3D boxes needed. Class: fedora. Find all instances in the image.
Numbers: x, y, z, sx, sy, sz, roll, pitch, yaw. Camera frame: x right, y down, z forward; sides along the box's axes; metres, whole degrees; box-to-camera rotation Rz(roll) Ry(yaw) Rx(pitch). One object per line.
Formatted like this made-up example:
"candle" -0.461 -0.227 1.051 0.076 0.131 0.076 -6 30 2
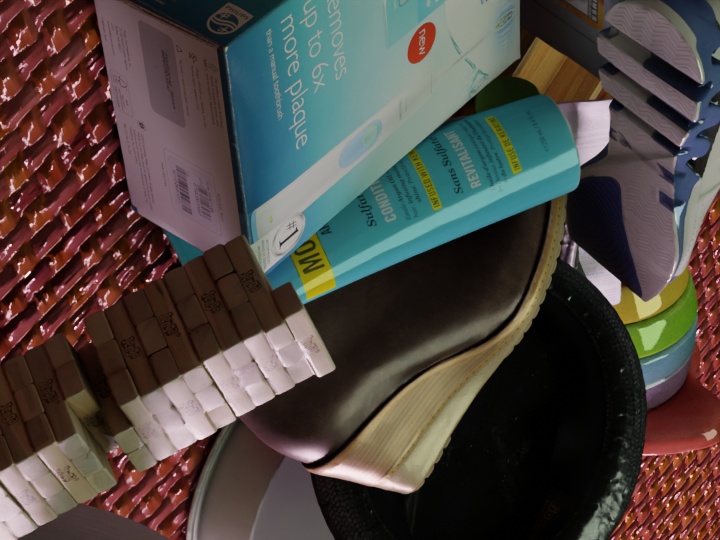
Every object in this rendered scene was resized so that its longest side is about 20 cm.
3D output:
"fedora" 0.056 0.086 1.230 0.201 0.201 0.092 -52 -176 -14

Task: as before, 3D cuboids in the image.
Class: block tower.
"block tower" -0.115 0.058 1.000 0.200 0.058 0.054 -27 146 0

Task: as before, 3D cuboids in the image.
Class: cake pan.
"cake pan" -0.018 0.114 1.296 0.200 0.037 0.200 -37 143 -34

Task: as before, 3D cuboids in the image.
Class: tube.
"tube" 0.007 -0.031 1.096 0.200 0.077 0.050 -20 154 -15

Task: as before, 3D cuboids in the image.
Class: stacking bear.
"stacking bear" 0.157 0.003 1.398 0.114 0.121 0.200 -10 123 -2

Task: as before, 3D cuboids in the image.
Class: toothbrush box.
"toothbrush box" -0.018 -0.115 1.047 0.200 0.085 0.146 -42 147 -31

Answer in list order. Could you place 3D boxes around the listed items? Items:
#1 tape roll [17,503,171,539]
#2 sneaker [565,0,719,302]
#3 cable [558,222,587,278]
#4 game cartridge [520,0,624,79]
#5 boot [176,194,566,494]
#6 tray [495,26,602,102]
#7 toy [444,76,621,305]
"tape roll" -0.151 0.185 0.991 0.200 0.200 0.066 -26 137 -44
"sneaker" 0.174 -0.078 1.132 0.115 0.081 0.199 -32 151 -26
"cable" 0.106 0.014 1.265 0.200 0.097 0.050 98 11 -60
"game cartridge" 0.087 -0.179 1.095 0.042 0.133 0.200 -48 157 -20
"boot" 0.000 0.000 1.131 0.166 0.072 0.200 30 85 -22
"tray" 0.134 -0.170 1.280 0.200 0.037 0.099 -57 150 -3
"toy" 0.087 -0.042 1.277 0.200 0.115 0.047 80 3 -59
